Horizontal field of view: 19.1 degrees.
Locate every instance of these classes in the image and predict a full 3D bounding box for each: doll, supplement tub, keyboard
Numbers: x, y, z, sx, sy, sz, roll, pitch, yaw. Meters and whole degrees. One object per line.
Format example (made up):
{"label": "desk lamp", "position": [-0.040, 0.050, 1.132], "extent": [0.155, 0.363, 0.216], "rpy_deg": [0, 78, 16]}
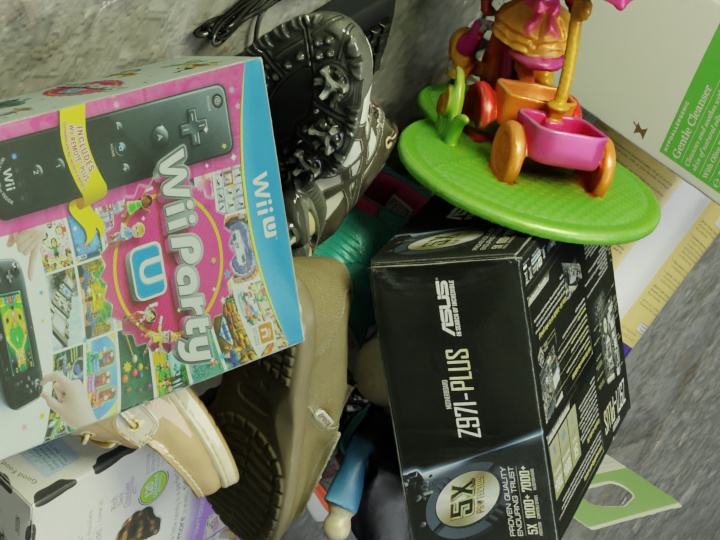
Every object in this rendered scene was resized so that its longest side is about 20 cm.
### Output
{"label": "doll", "position": [0.026, 0.130, 1.226], "extent": [0.136, 0.048, 0.202], "rpy_deg": [-35, 121, -48]}
{"label": "supplement tub", "position": [0.165, -0.048, 1.417], "extent": [0.201, 0.145, 0.145], "rpy_deg": [-53, 153, 3]}
{"label": "keyboard", "position": [-0.054, -0.105, 1.145], "extent": [0.199, 0.021, 0.128], "rpy_deg": [-35, 149, -31]}

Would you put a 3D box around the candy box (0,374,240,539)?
{"label": "candy box", "position": [-0.137, 0.124, 1.238], "extent": [0.199, 0.071, 0.169], "rpy_deg": [-30, 146, -36]}

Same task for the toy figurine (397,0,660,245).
{"label": "toy figurine", "position": [0.108, -0.140, 1.154], "extent": [0.149, 0.200, 0.185], "rpy_deg": [8, 114, -18]}

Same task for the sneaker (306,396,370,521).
{"label": "sneaker", "position": [-0.015, 0.100, 1.372], "extent": [0.081, 0.078, 0.200], "rpy_deg": [-22, 162, 0]}

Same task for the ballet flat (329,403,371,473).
{"label": "ballet flat", "position": [0.042, 0.102, 1.339], "extent": [0.200, 0.075, 0.064], "rpy_deg": [-33, 152, -50]}

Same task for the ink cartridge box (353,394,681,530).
{"label": "ink cartridge box", "position": [0.106, 0.132, 1.483], "extent": [0.145, 0.200, 0.048], "rpy_deg": [-2, 124, -56]}

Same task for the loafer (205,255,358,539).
{"label": "loafer", "position": [-0.039, 0.073, 1.168], "extent": [0.067, 0.076, 0.201], "rpy_deg": [-27, 146, -37]}

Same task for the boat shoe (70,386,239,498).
{"label": "boat shoe", "position": [-0.136, 0.053, 1.108], "extent": [0.069, 0.074, 0.201], "rpy_deg": [-39, 120, -6]}

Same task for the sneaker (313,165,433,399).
{"label": "sneaker", "position": [0.000, 0.000, 1.296], "extent": [0.121, 0.083, 0.200], "rpy_deg": [-56, 169, -9]}

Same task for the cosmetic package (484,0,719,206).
{"label": "cosmetic package", "position": [0.181, -0.138, 1.270], "extent": [0.085, 0.200, 0.108], "rpy_deg": [-17, 136, -50]}

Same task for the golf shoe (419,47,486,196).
{"label": "golf shoe", "position": [0.054, -0.042, 1.338], "extent": [0.078, 0.097, 0.202], "rpy_deg": [10, 90, -41]}

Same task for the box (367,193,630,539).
{"label": "box", "position": [0.083, 0.040, 1.199], "extent": [0.200, 0.085, 0.165], "rpy_deg": [-47, 130, -63]}

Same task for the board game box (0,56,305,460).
{"label": "board game box", "position": [-0.127, -0.012, 1.010], "extent": [0.199, 0.064, 0.149], "rpy_deg": [-21, 107, -42]}

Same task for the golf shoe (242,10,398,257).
{"label": "golf shoe", "position": [-0.022, -0.081, 1.135], "extent": [0.094, 0.078, 0.200], "rpy_deg": [-43, 168, -33]}
